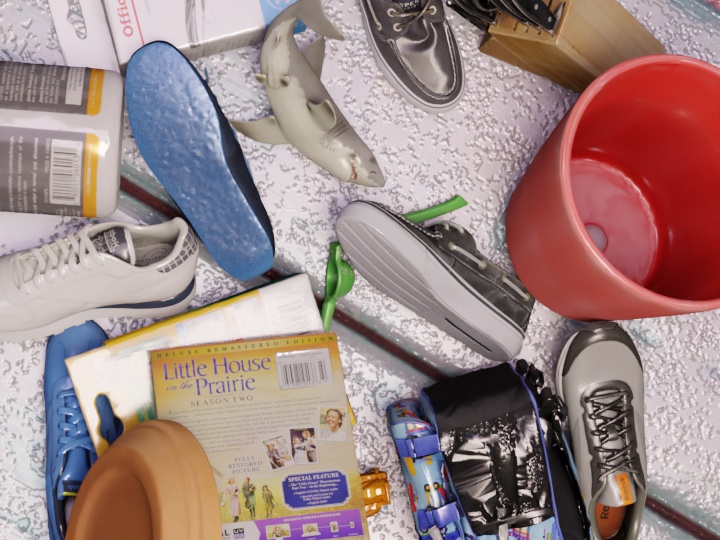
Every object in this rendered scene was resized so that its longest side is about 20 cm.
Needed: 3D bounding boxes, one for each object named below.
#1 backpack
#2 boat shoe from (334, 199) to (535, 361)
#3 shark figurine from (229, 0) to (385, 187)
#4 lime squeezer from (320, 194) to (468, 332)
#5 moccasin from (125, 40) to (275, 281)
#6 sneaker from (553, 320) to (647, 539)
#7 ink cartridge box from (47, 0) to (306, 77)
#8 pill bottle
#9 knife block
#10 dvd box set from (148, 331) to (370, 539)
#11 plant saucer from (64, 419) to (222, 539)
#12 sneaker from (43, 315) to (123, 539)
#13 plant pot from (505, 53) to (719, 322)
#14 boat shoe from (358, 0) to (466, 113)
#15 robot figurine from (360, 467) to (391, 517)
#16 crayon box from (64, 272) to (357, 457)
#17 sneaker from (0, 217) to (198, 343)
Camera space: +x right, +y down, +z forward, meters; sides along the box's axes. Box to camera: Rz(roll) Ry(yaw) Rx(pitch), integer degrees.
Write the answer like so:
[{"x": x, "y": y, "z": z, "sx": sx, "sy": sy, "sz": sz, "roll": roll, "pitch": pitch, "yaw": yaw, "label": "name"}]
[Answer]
[{"x": 0.107, "y": 0.186, "z": 1.320, "sx": 0.133, "sy": 0.183, "sz": 0.202, "roll": -15, "pitch": 96, "yaw": 0, "label": "backpack"}, {"x": 0.061, "y": -0.005, "z": 1.364, "sx": 0.200, "sy": 0.072, "sz": 0.071, "roll": 39, "pitch": 63, "yaw": -29, "label": "boat shoe"}, {"x": -0.041, "y": -0.167, "z": 1.341, "sx": 0.127, "sy": 0.215, "sz": 0.090, "roll": 16, "pitch": 54, "yaw": 21, "label": "shark figurine"}, {"x": 0.000, "y": 0.000, "z": 1.388, "sx": 0.200, "sy": 0.038, "sz": 0.071, "roll": -53, "pitch": 126, "yaw": -7, "label": "lime squeezer"}, {"x": -0.130, "y": -0.086, "z": 1.340, "sx": 0.080, "sy": 0.068, "sz": 0.201, "roll": -19, "pitch": 106, "yaw": 7, "label": "moccasin"}, {"x": 0.200, "y": 0.136, "z": 1.354, "sx": 0.073, "sy": 0.079, "sz": 0.202, "roll": -8, "pitch": 108, "yaw": -8, "label": "sneaker"}, {"x": -0.149, "y": -0.227, "z": 1.355, "sx": 0.198, "sy": 0.067, "sz": 0.117, "roll": -16, "pitch": 91, "yaw": -8, "label": "ink cartridge box"}, {"x": -0.283, "y": -0.104, "z": 1.309, "sx": 0.198, "sy": 0.116, "sz": 0.118, "roll": 4, "pitch": 87, "yaw": -7, "label": "pill bottle"}, {"x": 0.161, "y": -0.197, "z": 1.339, "sx": 0.199, "sy": 0.176, "sz": 0.064, "roll": 22, "pitch": 86, "yaw": -6, "label": "knife block"}, {"x": -0.074, "y": 0.145, "z": 1.247, "sx": 0.145, "sy": 0.029, "sz": 0.201, "roll": -6, "pitch": 61, "yaw": -9, "label": "dvd box set"}, {"x": -0.162, "y": 0.204, "z": 1.204, "sx": 0.037, "sy": 0.200, "sz": 0.202, "roll": 11, "pitch": 86, "yaw": -33, "label": "plant saucer"}, {"x": -0.214, "y": 0.135, "z": 1.329, "sx": 0.065, "sy": 0.078, "sz": 0.202, "roll": -2, "pitch": 87, "yaw": -5, "label": "sneaker"}, {"x": 0.210, "y": -0.046, "z": 1.324, "sx": 0.199, "sy": 0.177, "sz": 0.202, "roll": 5, "pitch": 75, "yaw": -18, "label": "plant pot"}, {"x": 0.034, "y": -0.224, "z": 1.379, "sx": 0.069, "sy": 0.066, "sz": 0.201, "roll": -20, "pitch": 90, "yaw": -7, "label": "boat shoe"}, {"x": -0.070, "y": 0.222, "z": 1.352, "sx": 0.198, "sy": 0.058, "sz": 0.146, "roll": -9, "pitch": 88, "yaw": -8, "label": "robot figurine"}, {"x": -0.118, "y": 0.093, "z": 1.333, "sx": 0.199, "sy": 0.052, "sz": 0.127, "roll": -19, "pitch": 93, "yaw": -11, "label": "crayon box"}, {"x": -0.224, "y": -0.001, "z": 1.320, "sx": 0.198, "sy": 0.081, "sz": 0.077, "roll": -12, "pitch": 62, "yaw": -13, "label": "sneaker"}]
